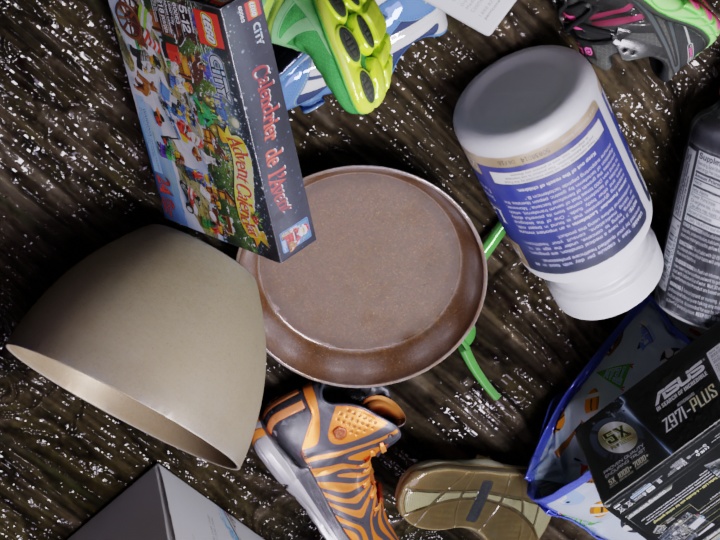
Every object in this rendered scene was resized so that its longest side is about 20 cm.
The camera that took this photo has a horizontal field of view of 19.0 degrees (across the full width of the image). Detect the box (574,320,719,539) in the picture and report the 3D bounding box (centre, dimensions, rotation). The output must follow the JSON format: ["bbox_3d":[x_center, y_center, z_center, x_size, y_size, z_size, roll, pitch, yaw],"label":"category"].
[{"bbox_3d":[0.299,0.134,1.695,0.200,0.086,0.163,-39,129,18],"label":"box"}]

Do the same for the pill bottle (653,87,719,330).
[{"bbox_3d":[0.301,-0.059,1.695,0.105,0.106,0.202,4,110,-17],"label":"pill bottle"}]

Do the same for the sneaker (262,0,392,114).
[{"bbox_3d":[-0.049,-0.189,1.509,0.084,0.201,0.074,-41,170,34],"label":"sneaker"}]

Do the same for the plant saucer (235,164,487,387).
[{"bbox_3d":[0.000,0.000,1.695,0.198,0.035,0.202,0,119,-1],"label":"plant saucer"}]

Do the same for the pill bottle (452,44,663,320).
[{"bbox_3d":[0.158,-0.064,1.659,0.115,0.116,0.201,-27,126,5],"label":"pill bottle"}]

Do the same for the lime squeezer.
[{"bbox_3d":[0.091,0.030,1.764,0.070,0.038,0.201,-25,133,-37],"label":"lime squeezer"}]

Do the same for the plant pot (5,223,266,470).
[{"bbox_3d":[-0.149,0.046,1.631,0.200,0.200,0.135,35,76,-31],"label":"plant pot"}]

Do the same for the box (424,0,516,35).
[{"bbox_3d":[0.025,-0.276,1.455,0.199,0.153,0.107,26,115,-29],"label":"box"}]

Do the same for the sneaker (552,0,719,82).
[{"bbox_3d":[0.179,-0.195,1.599,0.199,0.077,0.084,24,112,-26],"label":"sneaker"}]

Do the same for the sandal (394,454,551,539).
[{"bbox_3d":[0.097,0.192,1.853,0.199,0.054,0.081,17,105,-43],"label":"sandal"}]

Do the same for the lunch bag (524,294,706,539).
[{"bbox_3d":[0.254,0.144,1.826,0.169,0.124,0.201,27,107,-30],"label":"lunch bag"}]

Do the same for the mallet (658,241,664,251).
[{"bbox_3d":[0.338,-0.031,1.781,0.199,0.041,0.066,-21,123,6],"label":"mallet"}]

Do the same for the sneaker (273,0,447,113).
[{"bbox_3d":[-0.022,-0.155,1.577,0.199,0.074,0.082,-34,129,12],"label":"sneaker"}]

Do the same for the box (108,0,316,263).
[{"bbox_3d":[-0.107,-0.115,1.531,0.038,0.136,0.201,-33,125,-31],"label":"box"}]

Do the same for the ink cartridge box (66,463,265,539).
[{"bbox_3d":[-0.144,0.297,1.811,0.146,0.146,0.200,-39,124,14],"label":"ink cartridge box"}]

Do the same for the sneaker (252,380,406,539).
[{"bbox_3d":[0.003,0.166,1.802,0.112,0.078,0.200,-33,126,10],"label":"sneaker"}]
